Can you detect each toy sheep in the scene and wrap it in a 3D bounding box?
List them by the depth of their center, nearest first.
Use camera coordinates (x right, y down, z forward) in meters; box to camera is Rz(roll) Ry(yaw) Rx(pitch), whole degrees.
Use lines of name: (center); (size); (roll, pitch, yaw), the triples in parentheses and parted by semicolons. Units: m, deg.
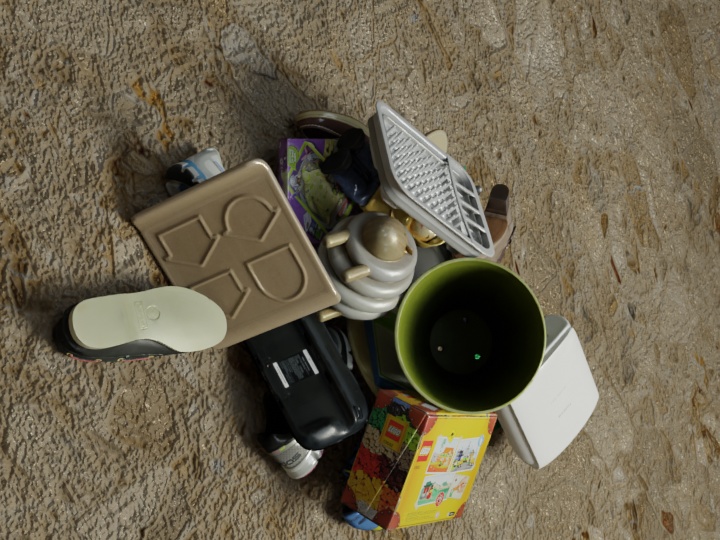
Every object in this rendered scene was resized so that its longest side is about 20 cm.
toy sheep: (0.000, 0.000, 1.199); (0.136, 0.200, 0.140); (14, 55, -20)

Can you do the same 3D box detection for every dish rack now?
dish rack: (0.080, -0.104, 1.202); (0.199, 0.043, 0.173); (34, 32, -36)

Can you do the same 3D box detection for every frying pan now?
frying pan: (0.082, -0.039, 1.392); (0.113, 0.031, 0.194); (-3, 96, -10)

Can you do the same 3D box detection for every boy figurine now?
boy figurine: (0.036, -0.091, 1.265); (0.200, 0.064, 0.125); (43, 74, -26)

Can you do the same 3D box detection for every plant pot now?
plant pot: (0.135, 0.089, 1.269); (0.200, 0.183, 0.191); (74, 16, -84)

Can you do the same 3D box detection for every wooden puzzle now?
wooden puzzle: (-0.140, -0.019, 1.120); (0.202, 0.183, 0.047); (60, 24, -22)

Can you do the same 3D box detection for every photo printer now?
photo printer: (0.276, 0.190, 1.448); (0.166, 0.069, 0.201); (-43, 130, -19)

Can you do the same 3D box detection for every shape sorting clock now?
shape sorting clock: (0.046, 0.119, 1.328); (0.199, 0.039, 0.202); (37, 38, -36)

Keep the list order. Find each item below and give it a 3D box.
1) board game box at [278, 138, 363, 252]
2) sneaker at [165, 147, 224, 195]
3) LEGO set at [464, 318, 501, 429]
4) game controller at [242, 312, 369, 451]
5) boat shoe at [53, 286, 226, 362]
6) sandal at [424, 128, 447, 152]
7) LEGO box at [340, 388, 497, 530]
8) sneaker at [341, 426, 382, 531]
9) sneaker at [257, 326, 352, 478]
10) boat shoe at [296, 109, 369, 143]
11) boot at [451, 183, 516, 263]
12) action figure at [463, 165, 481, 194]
board game box: (-0.050, -0.070, 1.264); (0.119, 0.032, 0.204); (-5, 100, -36)
sneaker: (-0.149, -0.061, 1.180); (0.087, 0.074, 0.202); (-49, 118, -43)
LEGO set: (0.184, 0.130, 1.474); (0.154, 0.115, 0.201); (-44, 129, -18)
game controller: (-0.070, 0.119, 1.184); (0.103, 0.042, 0.202); (-24, 70, -20)
boat shoe: (-0.242, 0.061, 1.078); (0.199, 0.063, 0.075); (0, 74, -42)
sandal: (0.083, -0.115, 1.347); (0.212, 0.069, 0.078); (-44, 135, -29)
LEGO box: (0.079, 0.236, 1.231); (0.199, 0.076, 0.151); (14, 96, -56)
sneaker: (0.021, 0.246, 1.303); (0.078, 0.065, 0.203); (35, 63, -45)
sneaker: (-0.073, 0.154, 1.222); (0.087, 0.073, 0.203); (36, 62, -36)
boat shoe: (-0.013, -0.153, 1.327); (0.199, 0.071, 0.073); (30, 63, -45)
boot: (0.180, -0.026, 1.429); (0.201, 0.069, 0.148); (-52, 154, -40)
action figure: (0.107, -0.090, 1.448); (0.198, 0.054, 0.120); (-12, 94, -41)
